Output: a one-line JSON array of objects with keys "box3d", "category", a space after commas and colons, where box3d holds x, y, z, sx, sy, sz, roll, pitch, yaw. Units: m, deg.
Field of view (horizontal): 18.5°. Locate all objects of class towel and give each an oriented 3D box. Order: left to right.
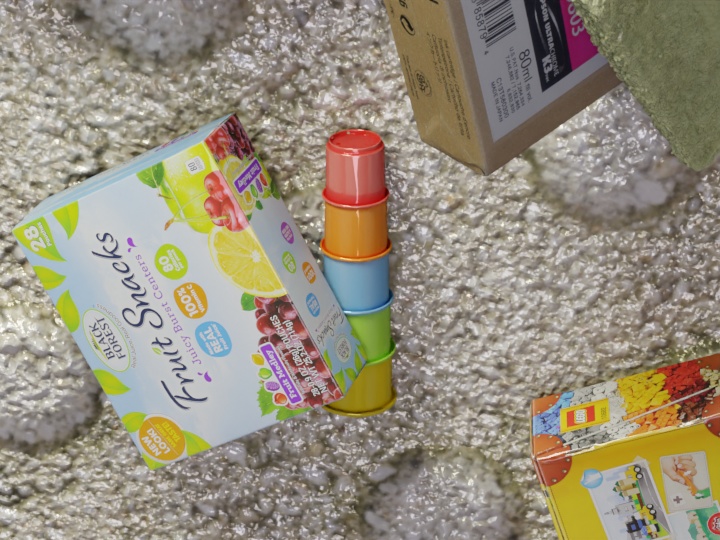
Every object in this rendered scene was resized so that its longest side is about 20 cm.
[{"box3d": [0.215, -0.163, 1.390, 0.149, 0.036, 0.200, -50, 135, -4], "category": "towel"}]

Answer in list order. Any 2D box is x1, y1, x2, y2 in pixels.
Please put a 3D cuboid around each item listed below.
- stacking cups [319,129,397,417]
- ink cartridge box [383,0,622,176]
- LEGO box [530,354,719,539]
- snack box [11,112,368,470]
[{"box3d": [0.000, 0.000, 1.539, 0.060, 0.061, 0.201, 3, 114, 2], "category": "stacking cups"}, {"box3d": [0.097, -0.186, 1.354, 0.164, 0.075, 0.201, -35, 131, -21], "category": "ink cartridge box"}, {"box3d": [0.221, 0.178, 1.594, 0.148, 0.077, 0.201, -14, 116, 12], "category": "LEGO box"}, {"box3d": [-0.116, 0.017, 1.513, 0.168, 0.068, 0.201, -21, 104, 25], "category": "snack box"}]
